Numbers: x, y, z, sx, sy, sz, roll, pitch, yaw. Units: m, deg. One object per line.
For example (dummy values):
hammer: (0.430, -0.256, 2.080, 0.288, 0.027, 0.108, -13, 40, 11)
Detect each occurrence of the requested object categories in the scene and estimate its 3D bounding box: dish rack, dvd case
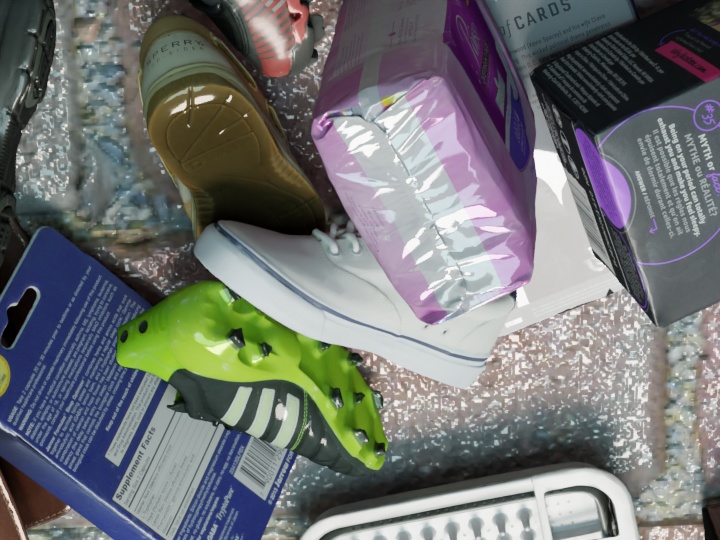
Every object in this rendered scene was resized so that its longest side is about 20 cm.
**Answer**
dish rack: (0.069, 0.192, 1.458, 0.198, 0.044, 0.173, -11, 118, 2)
dvd case: (0.096, -0.070, 1.336, 0.149, 0.025, 0.201, -20, 116, 7)

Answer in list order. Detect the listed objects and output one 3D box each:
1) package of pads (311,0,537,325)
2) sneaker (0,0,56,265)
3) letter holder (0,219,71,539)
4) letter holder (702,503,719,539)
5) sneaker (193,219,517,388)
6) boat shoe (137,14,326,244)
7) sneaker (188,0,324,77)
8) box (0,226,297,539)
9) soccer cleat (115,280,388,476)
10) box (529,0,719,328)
package of pads: (0.035, -0.073, 1.207, 0.075, 0.200, 0.121, -21, 113, 14)
sneaker: (-0.218, -0.059, 1.272, 0.090, 0.076, 0.202, 13, 79, 2)
letter holder: (-0.225, 0.064, 1.345, 0.141, 0.101, 0.201, -22, 116, 6)
letter holder: (0.288, 0.237, 1.454, 0.141, 0.101, 0.201, -9, 117, -1)
sneaker: (0.000, 0.000, 1.303, 0.199, 0.073, 0.071, 20, 105, -41)
boat shoe: (-0.067, -0.061, 1.289, 0.073, 0.067, 0.200, -18, 148, 0)
sneaker: (-0.093, -0.172, 1.234, 0.098, 0.071, 0.201, -37, 115, -16)
box: (-0.128, 0.079, 1.349, 0.200, 0.122, 0.032, 41, 142, -21)
soccer cleat: (-0.055, 0.063, 1.354, 0.081, 0.068, 0.200, -18, 145, 27)
box: (0.207, -0.078, 1.274, 0.199, 0.106, 0.123, -24, 117, -4)
